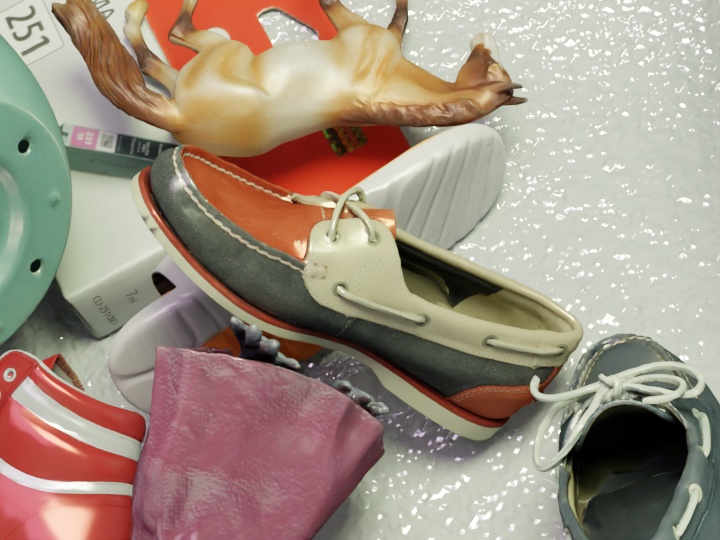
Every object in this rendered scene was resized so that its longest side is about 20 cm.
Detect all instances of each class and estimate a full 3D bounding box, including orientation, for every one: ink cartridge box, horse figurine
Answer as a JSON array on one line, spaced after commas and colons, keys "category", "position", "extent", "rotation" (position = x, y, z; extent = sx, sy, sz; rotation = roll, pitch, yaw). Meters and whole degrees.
[{"category": "ink cartridge box", "position": [-0.091, -0.089, 1.057], "extent": [0.173, 0.044, 0.200], "rotation": [-28, 57, -1]}, {"category": "horse figurine", "position": [-0.037, -0.097, 1.011], "extent": [0.199, 0.050, 0.133], "rotation": [-8, 48, -11]}]

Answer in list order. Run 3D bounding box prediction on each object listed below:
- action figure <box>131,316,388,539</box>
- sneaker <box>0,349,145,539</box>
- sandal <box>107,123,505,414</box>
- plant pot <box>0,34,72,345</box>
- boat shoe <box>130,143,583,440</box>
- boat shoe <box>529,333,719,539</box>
[{"category": "action figure", "position": [-0.075, 0.120, 0.870], "extent": [0.134, 0.149, 0.201], "rotation": [26, 82, -14]}, {"category": "sneaker", "position": [-0.186, 0.086, 0.952], "extent": [0.199, 0.071, 0.113], "rotation": [7, 76, 11]}, {"category": "sandal", "position": [-0.029, -0.009, 0.977], "extent": [0.206, 0.079, 0.059], "rotation": [-32, 49, -18]}, {"category": "plant pot", "position": [-0.220, -0.041, 0.953], "extent": [0.161, 0.201, 0.201], "rotation": [26, 69, 39]}, {"category": "boat shoe", "position": [0.000, 0.000, 0.894], "extent": [0.063, 0.200, 0.071], "rotation": [-45, 27, 29]}, {"category": "boat shoe", "position": [0.105, 0.074, 0.850], "extent": [0.075, 0.062, 0.200], "rotation": [-19, 26, 17]}]
